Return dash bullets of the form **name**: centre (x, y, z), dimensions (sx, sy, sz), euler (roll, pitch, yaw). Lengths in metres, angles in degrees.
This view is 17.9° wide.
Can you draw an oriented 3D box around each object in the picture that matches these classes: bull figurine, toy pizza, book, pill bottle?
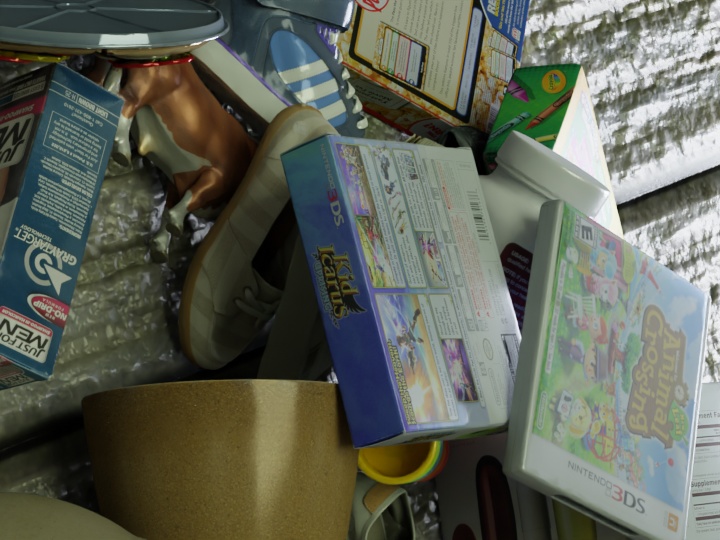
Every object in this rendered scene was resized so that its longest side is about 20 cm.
- **bull figurine**: centre (-0.123, -0.084, 1.597), dimensions (0.200, 0.065, 0.122), euler (50, 53, -23)
- **toy pizza**: centre (-0.185, -0.156, 1.480), dimensions (0.200, 0.200, 0.032), euler (-12, 112, -44)
- **book**: centre (0.000, 0.000, 1.631), dimensions (0.048, 0.134, 0.200), euler (27, 32, 14)
- **pill bottle**: centre (0.094, 0.006, 1.657), dimensions (0.113, 0.113, 0.200), euler (25, 101, -37)

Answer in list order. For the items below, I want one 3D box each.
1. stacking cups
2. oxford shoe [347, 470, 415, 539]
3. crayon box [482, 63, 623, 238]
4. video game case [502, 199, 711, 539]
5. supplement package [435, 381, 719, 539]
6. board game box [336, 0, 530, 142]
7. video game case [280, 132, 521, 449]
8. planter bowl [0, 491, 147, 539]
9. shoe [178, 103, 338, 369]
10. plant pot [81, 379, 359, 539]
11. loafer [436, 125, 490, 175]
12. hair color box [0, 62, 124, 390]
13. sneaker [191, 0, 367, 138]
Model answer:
- **stacking cups**: centre (0.037, 0.121, 1.629), dimensions (0.200, 0.060, 0.061), euler (27, 54, -80)
- **oxford shoe**: centre (0.024, 0.237, 1.646), dimensions (0.075, 0.058, 0.200), euler (-36, 118, -48)
- **crayon box**: centre (0.156, -0.046, 1.790), dimensions (0.119, 0.058, 0.200), euler (-67, 147, -48)
- **video game case**: centre (0.176, 0.076, 1.595), dimensions (0.182, 0.022, 0.200), euler (29, 60, -39)
- **supplement package**: centre (0.176, 0.198, 1.719), dimensions (0.147, 0.191, 0.201), euler (0, 79, -43)
- **board game box**: centre (0.043, -0.189, 1.792), dimensions (0.200, 0.046, 0.152), euler (27, 62, -36)
- **video game case**: centre (0.036, 0.014, 1.518), dimensions (0.181, 0.045, 0.201), euler (2, 71, -57)
- **planter bowl**: centre (-0.228, 0.209, 1.357), dimensions (0.135, 0.200, 0.200), euler (36, 53, 0)
- **shoe**: centre (-0.067, -0.016, 1.577), dimensions (0.070, 0.053, 0.200), euler (11, 108, -47)
- **plant pot**: centre (-0.084, 0.180, 1.486), dimensions (0.186, 0.186, 0.201), euler (6, 77, -42)
- **loafer**: centre (0.072, -0.011, 1.746), dimensions (0.070, 0.068, 0.201), euler (13, 79, -60)
- **hair color box**: centre (-0.224, -0.025, 1.464), dimensions (0.060, 0.100, 0.200), euler (29, 61, -34)
- **sneaker**: centre (-0.023, -0.156, 1.654), dimensions (0.200, 0.081, 0.147), euler (42, 80, -24)
